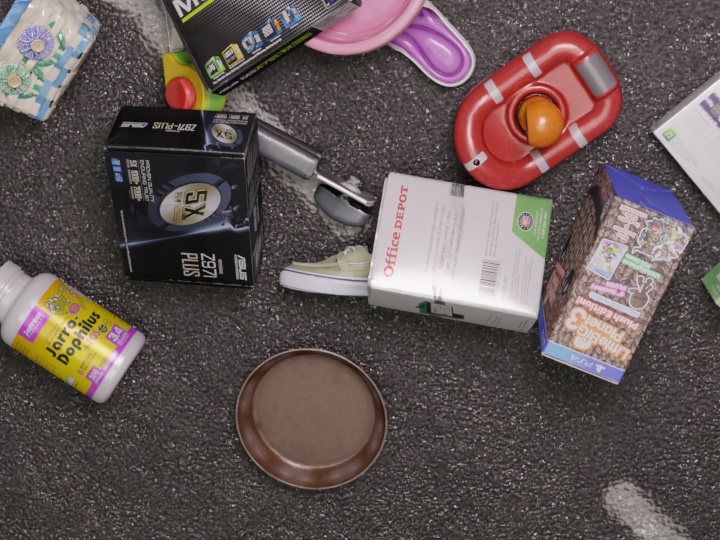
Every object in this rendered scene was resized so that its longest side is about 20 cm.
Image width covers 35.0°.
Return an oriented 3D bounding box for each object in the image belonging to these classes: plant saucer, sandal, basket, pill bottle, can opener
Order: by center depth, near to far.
[{"bbox_3d":[-0.008,-0.339,1.267,0.199,0.051,0.202,1,93,21],"label":"plant saucer"},{"bbox_3d":[-0.411,-0.284,1.304,0.199,0.139,0.177,31,110,-16],"label":"basket"},{"bbox_3d":[0.048,-0.286,1.306,0.202,0.050,0.083,32,108,-5],"label":"sandal"},{"bbox_3d":[-0.074,-0.117,1.374,0.199,0.053,0.067,27,108,-3],"label":"can opener"},{"bbox_3d":[-0.380,0.074,1.441,0.199,0.104,0.105,34,109,-6],"label":"pill bottle"},{"bbox_3d":[-0.063,0.189,1.488,0.198,0.035,0.202,1,109,4],"label":"plant saucer"}]

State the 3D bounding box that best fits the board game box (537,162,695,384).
[{"bbox_3d":[0.289,0.000,1.323,0.096,0.160,0.201,21,109,-1],"label":"board game box"}]

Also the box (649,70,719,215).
[{"bbox_3d":[0.457,-0.173,1.314,0.200,0.036,0.144,-39,101,17],"label":"box"}]

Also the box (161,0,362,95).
[{"bbox_3d":[-0.125,-0.326,1.260,0.199,0.047,0.194,-28,85,18],"label":"box"}]

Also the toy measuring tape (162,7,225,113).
[{"bbox_3d":[-0.195,-0.247,1.334,0.073,0.074,0.202,-3,103,6],"label":"toy measuring tape"}]

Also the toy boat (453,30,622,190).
[{"bbox_3d":[0.199,-0.172,1.287,0.199,0.131,0.131,-35,102,15],"label":"toy boat"}]

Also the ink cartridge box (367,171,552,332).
[{"bbox_3d":[0.114,-0.020,1.339,0.198,0.084,0.147,10,73,2],"label":"ink cartridge box"}]

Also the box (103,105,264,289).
[{"bbox_3d":[-0.202,-0.084,1.347,0.162,0.086,0.201,4,131,3],"label":"box"}]

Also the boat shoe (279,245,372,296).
[{"bbox_3d":[0.000,0.000,1.408,0.198,0.072,0.063,3,90,-2],"label":"boat shoe"}]

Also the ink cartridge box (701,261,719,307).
[{"bbox_3d":[0.529,0.001,1.339,0.145,0.088,0.200,41,106,-8],"label":"ink cartridge box"}]
